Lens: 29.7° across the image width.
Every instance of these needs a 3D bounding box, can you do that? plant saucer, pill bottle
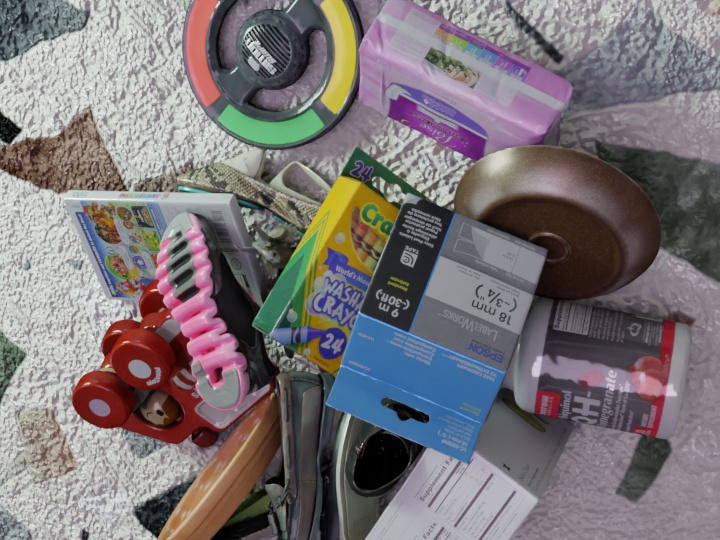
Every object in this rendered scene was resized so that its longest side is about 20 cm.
[{"bbox_3d":[0.179,-0.032,1.267,0.198,0.037,0.202,13,143,10],"label":"plant saucer"},{"bbox_3d":[-0.139,0.217,1.416,0.037,0.200,0.201,38,113,-5],"label":"plant saucer"},{"bbox_3d":[0.209,0.088,1.297,0.197,0.111,0.112,10,107,11],"label":"pill bottle"}]

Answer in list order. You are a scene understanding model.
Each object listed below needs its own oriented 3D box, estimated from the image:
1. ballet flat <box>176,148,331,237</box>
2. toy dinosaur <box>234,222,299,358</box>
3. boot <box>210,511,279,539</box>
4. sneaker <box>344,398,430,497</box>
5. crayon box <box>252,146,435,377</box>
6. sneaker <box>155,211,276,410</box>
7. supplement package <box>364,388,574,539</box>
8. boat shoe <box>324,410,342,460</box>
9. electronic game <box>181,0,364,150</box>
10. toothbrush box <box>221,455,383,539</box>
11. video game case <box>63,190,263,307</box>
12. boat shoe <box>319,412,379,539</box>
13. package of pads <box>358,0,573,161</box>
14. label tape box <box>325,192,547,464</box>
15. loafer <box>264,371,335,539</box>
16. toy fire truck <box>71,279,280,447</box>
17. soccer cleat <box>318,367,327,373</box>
[{"bbox_3d":[-0.088,-0.081,1.399,0.198,0.068,0.076,23,89,6],"label":"ballet flat"},{"bbox_3d":[-0.066,0.016,1.394,0.102,0.077,0.201,33,154,12],"label":"toy dinosaur"},{"bbox_3d":[-0.098,0.365,1.423,0.180,0.073,0.202,-21,102,24],"label":"boot"},{"bbox_3d":[0.054,0.126,1.278,0.074,0.106,0.202,28,84,1],"label":"sneaker"},{"bbox_3d":[0.000,0.000,1.314,0.125,0.051,0.202,32,85,-29],"label":"crayon box"},{"bbox_3d":[-0.140,0.037,1.376,0.078,0.095,0.203,-18,87,39],"label":"sneaker"},{"bbox_3d":[0.108,0.209,1.323,0.110,0.200,0.157,35,111,7],"label":"supplement package"},{"bbox_3d":[0.044,0.148,1.404,0.199,0.072,0.069,-32,113,13],"label":"boat shoe"},{"bbox_3d":[-0.089,-0.222,1.367,0.197,0.042,0.203,5,106,18],"label":"electronic game"},{"bbox_3d":[-0.073,0.305,1.475,0.199,0.086,0.146,-36,90,24],"label":"toothbrush box"},{"bbox_3d":[-0.204,-0.023,1.434,0.197,0.018,0.144,2,132,21],"label":"video game case"},{"bbox_3d":[-0.014,0.220,1.370,0.066,0.074,0.202,6,101,46],"label":"boat shoe"},{"bbox_3d":[0.097,-0.166,1.273,0.198,0.121,0.076,28,69,11],"label":"package of pads"},{"bbox_3d":[0.071,0.049,1.220,0.143,0.202,0.063,22,152,2],"label":"label tape box"},{"bbox_3d":[-0.071,0.199,1.349,0.062,0.072,0.203,10,85,-19],"label":"loafer"},{"bbox_3d":[-0.201,0.120,1.461,0.167,0.113,0.200,38,127,-14],"label":"toy fire truck"},{"bbox_3d":[0.039,0.051,1.388,0.198,0.066,0.077,-23,75,25],"label":"soccer cleat"}]
